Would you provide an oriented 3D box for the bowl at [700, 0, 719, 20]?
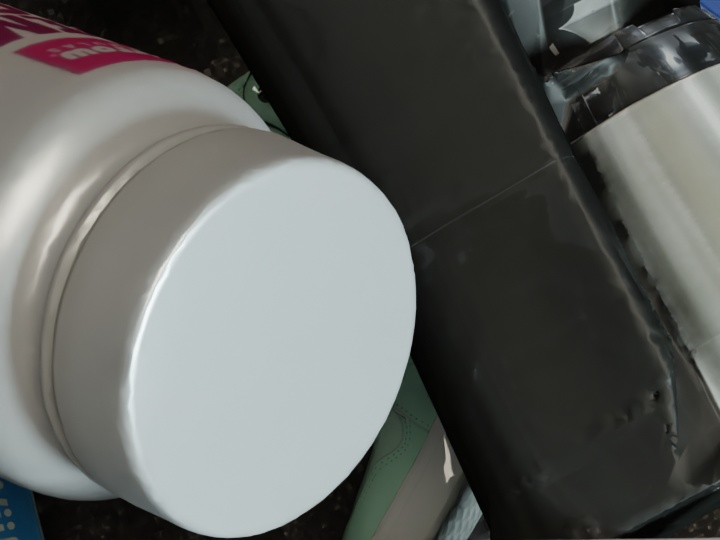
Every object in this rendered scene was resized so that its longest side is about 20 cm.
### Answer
[{"bbox_3d":[0.165,-0.159,0.888,0.200,0.039,0.202,2,102,8],"label":"bowl"}]

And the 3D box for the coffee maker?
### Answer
[{"bbox_3d":[0.037,-0.018,0.798,0.192,0.135,0.201,-27,79,-9],"label":"coffee maker"}]

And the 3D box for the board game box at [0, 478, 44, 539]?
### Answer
[{"bbox_3d":[-0.192,0.093,0.836,0.199,0.064,0.148,-8,72,-27],"label":"board game box"}]

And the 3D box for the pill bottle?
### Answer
[{"bbox_3d":[-0.087,-0.008,0.761,0.200,0.113,0.114,21,68,42],"label":"pill bottle"}]

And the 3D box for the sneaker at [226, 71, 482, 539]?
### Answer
[{"bbox_3d":[0.000,0.000,0.903,0.118,0.074,0.201,16,78,10],"label":"sneaker"}]

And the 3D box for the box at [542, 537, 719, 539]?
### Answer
[{"bbox_3d":[0.019,0.133,0.761,0.199,0.156,0.041,0,43,-15],"label":"box"}]
